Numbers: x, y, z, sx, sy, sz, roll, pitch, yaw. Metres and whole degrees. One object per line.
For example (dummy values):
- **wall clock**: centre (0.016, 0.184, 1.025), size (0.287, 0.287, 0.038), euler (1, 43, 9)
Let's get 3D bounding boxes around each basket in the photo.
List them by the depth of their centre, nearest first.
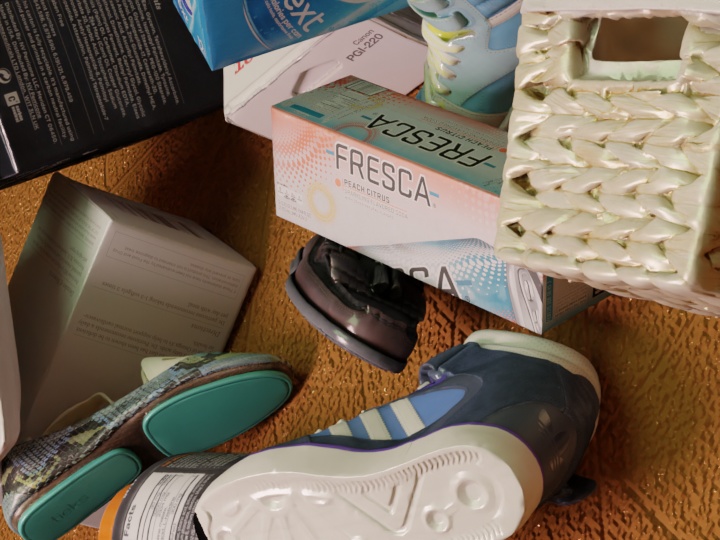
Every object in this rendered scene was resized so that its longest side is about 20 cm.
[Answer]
- **basket**: centre (0.166, -0.041, 0.743), size (0.135, 0.199, 0.125), euler (10, 89, 56)

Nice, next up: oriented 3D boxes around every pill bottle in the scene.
- **pill bottle**: centre (-0.072, 0.156, 1.057), size (0.199, 0.106, 0.107), euler (-6, 70, 54)

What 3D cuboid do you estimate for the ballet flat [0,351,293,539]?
- **ballet flat**: centre (-0.138, 0.091, 1.147), size (0.199, 0.074, 0.074), euler (-29, 42, -2)

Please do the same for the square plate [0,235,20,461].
- **square plate**: centre (-0.258, 0.055, 1.193), size (0.200, 0.028, 0.200), euler (-45, 50, 52)

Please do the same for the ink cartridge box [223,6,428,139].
- **ink cartridge box**: centre (-0.016, -0.195, 1.165), size (0.145, 0.084, 0.202), euler (-33, 47, 42)

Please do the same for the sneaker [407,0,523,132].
- **sneaker**: centre (0.047, -0.130, 1.005), size (0.200, 0.130, 0.080), euler (-48, 41, 31)

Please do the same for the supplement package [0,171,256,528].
- **supplement package**: centre (-0.174, 0.057, 1.237), size (0.117, 0.116, 0.201), euler (33, 101, 56)

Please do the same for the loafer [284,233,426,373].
- **loafer**: centre (0.000, 0.000, 1.023), size (0.063, 0.072, 0.200), euler (-58, 12, 6)

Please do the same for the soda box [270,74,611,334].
- **soda box**: centre (0.040, -0.039, 0.966), size (0.199, 0.063, 0.069), euler (25, 128, 41)

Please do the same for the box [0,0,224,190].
- **box**: centre (-0.202, -0.134, 1.255), size (0.199, 0.196, 0.125), euler (-12, 100, 59)

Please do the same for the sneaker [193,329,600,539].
- **sneaker**: centre (0.028, 0.091, 0.935), size (0.199, 0.081, 0.146), euler (-17, 15, 32)

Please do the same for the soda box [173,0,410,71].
- **soda box**: centre (-0.005, -0.182, 1.025), size (0.064, 0.199, 0.068), euler (84, 161, -48)
